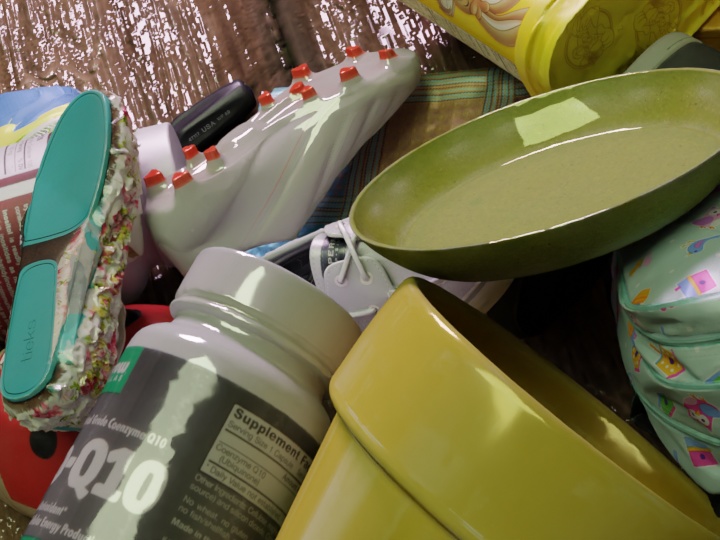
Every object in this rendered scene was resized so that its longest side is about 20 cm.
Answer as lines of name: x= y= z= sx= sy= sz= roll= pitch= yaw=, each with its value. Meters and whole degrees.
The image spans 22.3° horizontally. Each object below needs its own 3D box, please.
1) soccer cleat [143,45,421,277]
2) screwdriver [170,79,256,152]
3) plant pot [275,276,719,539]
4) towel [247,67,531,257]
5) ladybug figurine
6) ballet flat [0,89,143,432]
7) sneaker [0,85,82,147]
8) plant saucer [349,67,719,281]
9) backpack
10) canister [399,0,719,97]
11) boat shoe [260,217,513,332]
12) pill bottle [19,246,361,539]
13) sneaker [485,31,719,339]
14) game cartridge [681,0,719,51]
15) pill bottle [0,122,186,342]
soccer cleat: x=-0.039 y=-0.064 z=1.065 sx=0.200 sy=0.078 sz=0.069 roll=-36 pitch=26 yaw=-25
screwdriver: x=-0.149 y=-0.055 z=1.168 sx=0.200 sy=0.029 sz=0.028 roll=-39 pitch=49 yaw=4
plant pot: x=0.044 y=0.136 z=0.835 sx=0.189 sy=0.201 sz=0.201 roll=-52 pitch=49 yaw=7
towel: x=0.018 y=-0.057 z=1.082 sx=0.199 sy=0.022 sz=0.147 roll=-4 pitch=57 yaw=25
ladybug figurine: x=-0.142 y=0.074 z=1.039 sx=0.199 sy=0.072 sz=0.136 roll=-9 pitch=54 yaw=21
ballet flat: x=-0.152 y=-0.001 z=1.002 sx=0.075 sy=0.064 sz=0.201 roll=-9 pitch=60 yaw=35
sneaker: x=-0.249 y=-0.054 z=1.197 sx=0.199 sy=0.076 sz=0.105 roll=-28 pitch=31 yaw=8
plant saucer: x=0.093 y=-0.043 z=0.865 sx=0.199 sy=0.031 sz=0.200 roll=-17 pitch=20 yaw=7
backpack: x=0.183 y=0.023 z=0.835 sx=0.166 sy=0.127 sz=0.200 roll=-26 pitch=18 yaw=14
canister: x=0.099 y=-0.189 z=1.056 sx=0.149 sy=0.087 sz=0.200 roll=-46 pitch=49 yaw=-6
boat shoe: x=0.000 y=0.000 z=0.976 sx=0.199 sy=0.068 sz=0.072 roll=-14 pitch=63 yaw=47
pill bottle: x=-0.083 y=0.098 z=0.890 sx=0.113 sy=0.113 sz=0.201 roll=14 pitch=68 yaw=34
sneaker: x=0.151 y=-0.031 z=0.960 sx=0.106 sy=0.075 sz=0.200 roll=33 pitch=81 yaw=36
game cartridge: x=0.200 y=-0.216 z=1.092 sx=0.175 sy=0.032 sz=0.201 roll=2 pitch=59 yaw=28
pill bottle: x=-0.198 y=-0.020 z=1.097 sx=0.199 sy=0.113 sz=0.113 roll=-16 pitch=51 yaw=2
